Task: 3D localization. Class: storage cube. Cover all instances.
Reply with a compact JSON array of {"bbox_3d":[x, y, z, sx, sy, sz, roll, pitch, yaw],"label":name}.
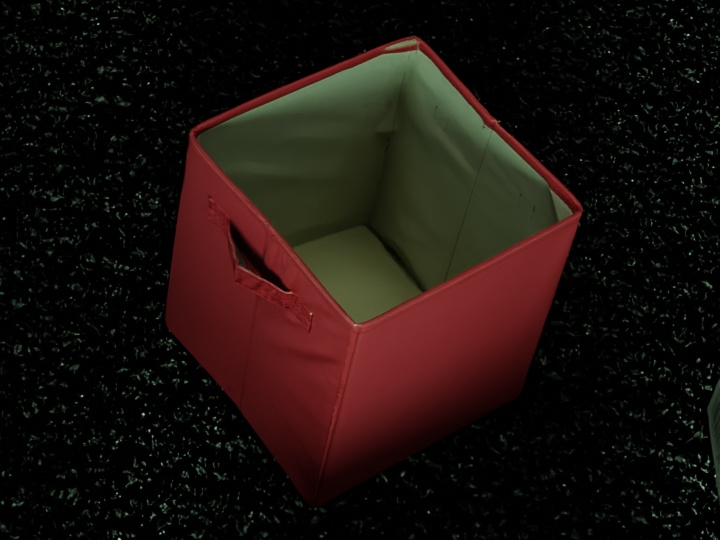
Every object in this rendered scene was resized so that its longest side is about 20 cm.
[{"bbox_3d":[0.000,0.000,1.348,0.199,0.181,0.171,-26,60,-29],"label":"storage cube"}]

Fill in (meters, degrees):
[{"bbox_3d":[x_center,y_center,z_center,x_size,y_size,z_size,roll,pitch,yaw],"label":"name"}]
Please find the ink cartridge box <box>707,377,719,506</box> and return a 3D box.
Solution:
[{"bbox_3d":[0.324,0.123,1.398,0.198,0.051,0.110,5,49,-7],"label":"ink cartridge box"}]
